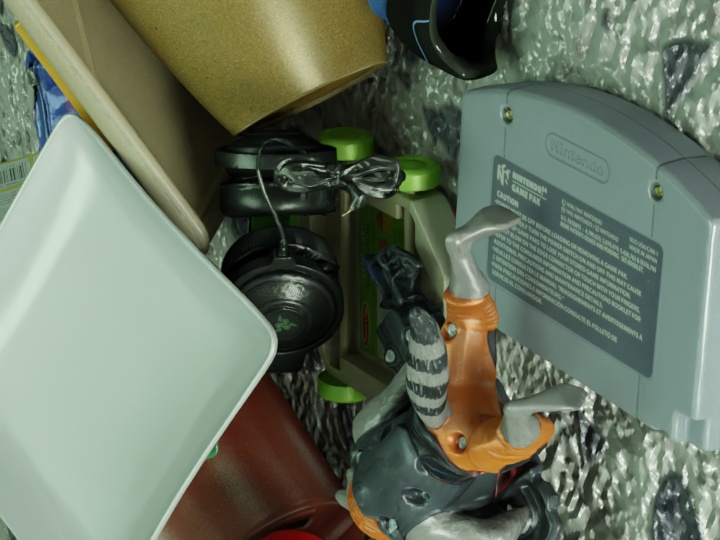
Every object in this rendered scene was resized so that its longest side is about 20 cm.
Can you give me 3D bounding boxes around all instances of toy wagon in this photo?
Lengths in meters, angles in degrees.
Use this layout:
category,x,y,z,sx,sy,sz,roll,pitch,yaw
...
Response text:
category,x,y,z,sx,sy,sz,roll,pitch,yaw
toy wagon,0.000,0.000,1.294,0.200,0.039,0.157,29,124,54

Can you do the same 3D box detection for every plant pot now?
category,x,y,z,sx,sy,sz,roll,pitch,yaw
plant pot,-0.111,0.126,1.394,0.195,0.200,0.202,49,140,29
plant pot,-0.068,-0.181,1.235,0.186,0.185,0.201,-28,88,59

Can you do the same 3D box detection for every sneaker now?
category,x,y,z,sx,sy,sz,roll,pitch,yaw
sneaker,0.053,-0.187,1.115,0.078,0.070,0.201,45,143,38

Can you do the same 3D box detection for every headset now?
category,x,y,z,sx,sy,sz,roll,pitch,yaw
headset,-0.029,-0.019,1.222,0.200,0.093,0.125,101,166,-71

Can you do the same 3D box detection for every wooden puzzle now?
category,x,y,z,sx,sy,sz,roll,pitch,yaw
wooden puzzle,-0.127,-0.114,1.295,0.037,0.200,0.186,-30,106,19

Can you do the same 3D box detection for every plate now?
category,x,y,z,sx,sy,sz,roll,pitch,yaw
plate,-0.139,0.052,1.227,0.200,0.032,0.201,46,114,32

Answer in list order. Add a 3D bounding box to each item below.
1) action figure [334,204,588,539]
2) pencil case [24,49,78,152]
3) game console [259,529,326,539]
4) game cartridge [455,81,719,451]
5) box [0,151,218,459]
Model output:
category,x,y,z,sx,sy,sz,roll,pitch,yaw
action figure,0.029,0.057,1.138,0.201,0.104,0.194,58,144,29
pencil case,-0.174,-0.063,1.527,0.078,0.086,0.202,16,114,57
game console,-0.047,0.244,1.277,0.199,0.031,0.177,-31,100,34
game cartridge,0.112,-0.014,1.098,0.200,0.041,0.134,34,124,51
box,-0.145,0.026,1.316,0.048,0.116,0.202,54,-158,-67
